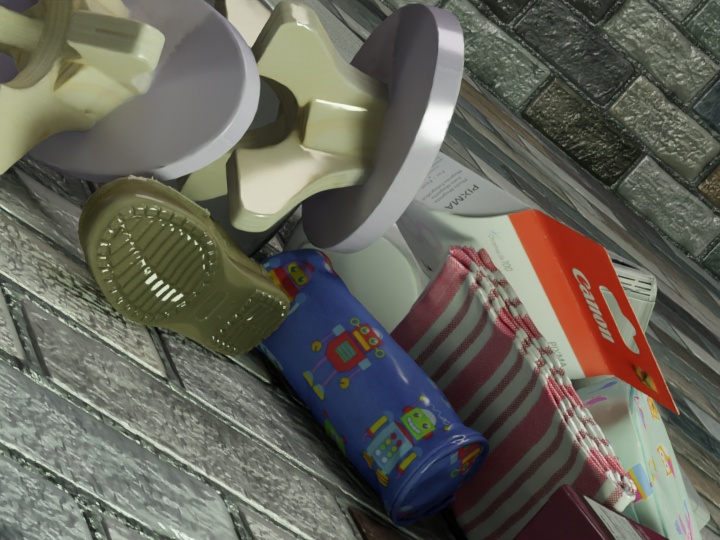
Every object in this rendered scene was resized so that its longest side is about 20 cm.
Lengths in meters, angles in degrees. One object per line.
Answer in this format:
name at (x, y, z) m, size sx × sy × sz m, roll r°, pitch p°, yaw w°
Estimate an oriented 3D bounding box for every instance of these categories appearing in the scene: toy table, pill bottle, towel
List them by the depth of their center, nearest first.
toy table at (-0.172, -0.132, 1.354) m, size 0.199 × 0.185 × 0.117 m, roll 1°, pitch -14°, yaw 25°
towel at (0.081, 0.100, 1.445) m, size 0.030 × 0.147 × 0.201 m, roll -13°, pitch 62°, yaw -38°
toy table at (-0.031, -0.098, 1.448) m, size 0.116 × 0.200 × 0.184 m, roll 10°, pitch 41°, yaw -23°
pill bottle at (0.000, 0.000, 1.643) m, size 0.113 × 0.113 × 0.200 m, roll 42°, pitch 11°, yaw -4°

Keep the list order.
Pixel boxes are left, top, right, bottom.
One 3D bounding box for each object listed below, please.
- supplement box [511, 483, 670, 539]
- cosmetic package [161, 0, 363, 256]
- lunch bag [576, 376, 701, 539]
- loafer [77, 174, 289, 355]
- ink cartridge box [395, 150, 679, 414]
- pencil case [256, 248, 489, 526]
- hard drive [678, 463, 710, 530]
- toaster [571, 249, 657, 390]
supplement box at (0.156, 0.219, 1.376) m, size 0.200 × 0.110 × 0.086 m, roll 30°, pitch 17°, yaw -48°
cosmetic package at (-0.086, -0.121, 1.651) m, size 0.166 × 0.167 × 0.200 m, roll 43°, pitch 11°, yaw 0°
lunch bag at (0.181, 0.172, 1.555) m, size 0.160 × 0.077 × 0.201 m, roll -38°, pitch 110°, yaw -76°
loafer at (-0.115, -0.006, 1.376) m, size 0.067 × 0.076 × 0.200 m, roll 48°, pitch 2°, yaw 32°
ink cartridge box at (0.104, 0.014, 1.480) m, size 0.200 × 0.057 × 0.163 m, roll 40°, pitch -16°, yaw 49°
pencil case at (-0.002, 0.072, 1.457) m, size 0.200 × 0.078 × 0.087 m, roll 49°, pitch -19°, yaw 30°
hard drive at (0.236, 0.154, 2.142) m, size 0.200 × 0.027 × 0.132 m, roll 39°, pitch 11°, yaw -21°
toaster at (0.139, 0.041, 1.726) m, size 0.199 × 0.130 × 0.114 m, roll 15°, pitch 11°, yaw -36°
